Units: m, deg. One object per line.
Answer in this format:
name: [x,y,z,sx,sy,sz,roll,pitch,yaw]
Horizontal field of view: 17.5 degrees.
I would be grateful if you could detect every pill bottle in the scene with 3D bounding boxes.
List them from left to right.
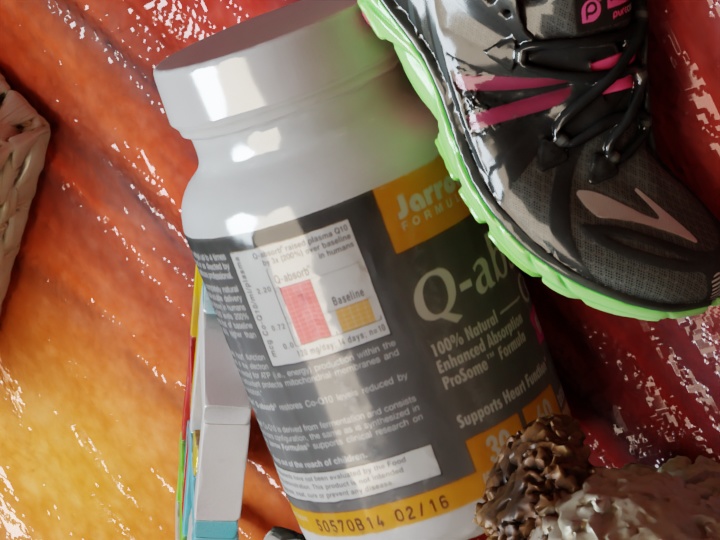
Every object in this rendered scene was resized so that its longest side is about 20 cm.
pill bottle: [0.000,0.000,0.890,0.116,0.116,0.200,-6,109,45]

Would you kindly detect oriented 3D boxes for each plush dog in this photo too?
plush dog: [0.124,0.122,0.788,0.160,0.172,0.200,-49,54,34]

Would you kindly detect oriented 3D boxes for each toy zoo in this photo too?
toy zoo: [-0.063,0.069,0.999,0.020,0.131,0.200,3,125,-7]

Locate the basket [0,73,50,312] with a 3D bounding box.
basket: [-0.243,-0.018,1.100,0.123,0.136,0.200,39,135,17]

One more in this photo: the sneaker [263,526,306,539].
sneaker: [-0.004,0.178,0.977,0.077,0.085,0.200,26,166,44]

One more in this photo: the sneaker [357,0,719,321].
sneaker: [0.068,-0.068,0.816,0.200,0.077,0.084,54,137,0]
